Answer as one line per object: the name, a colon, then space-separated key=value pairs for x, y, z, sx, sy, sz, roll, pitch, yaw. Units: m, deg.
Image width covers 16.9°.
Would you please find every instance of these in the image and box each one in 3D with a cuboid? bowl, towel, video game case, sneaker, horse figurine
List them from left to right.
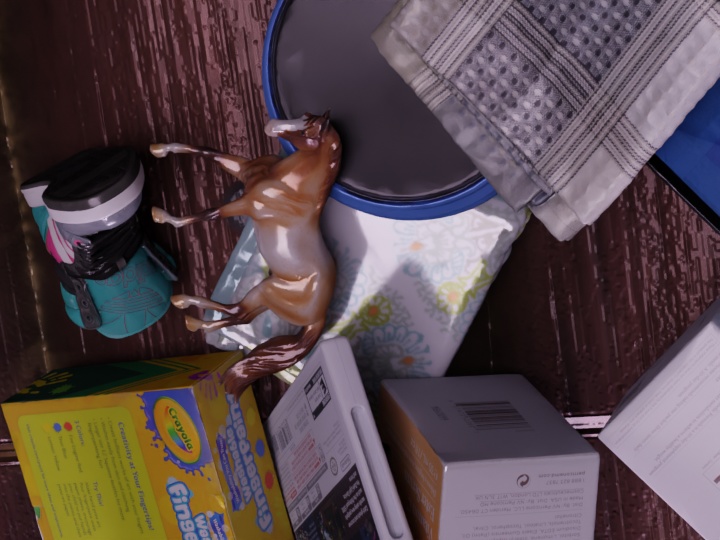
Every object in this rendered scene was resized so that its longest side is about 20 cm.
sneaker: x=-0.168 y=-0.013 z=1.631 sx=0.083 sy=0.200 sz=0.121 roll=-30 pitch=102 yaw=-12
horse figurine: x=-0.064 y=-0.013 z=1.585 sx=0.132 sy=0.050 sz=0.201 roll=-3 pitch=114 yaw=12
video game case: x=-0.011 y=0.158 z=1.598 sx=0.023 sy=0.200 sz=0.183 roll=-13 pitch=74 yaw=-18
towel: x=0.000 y=0.000 z=1.646 sx=0.171 sy=0.048 sz=0.201 roll=29 pitch=110 yaw=6
bowl: x=0.031 y=-0.133 z=1.577 sx=0.200 sy=0.039 sz=0.202 roll=0 pitch=90 yaw=10
towel: x=0.119 y=-0.142 z=1.483 sx=0.193 sy=0.035 sz=0.200 roll=47 pitch=120 yaw=12

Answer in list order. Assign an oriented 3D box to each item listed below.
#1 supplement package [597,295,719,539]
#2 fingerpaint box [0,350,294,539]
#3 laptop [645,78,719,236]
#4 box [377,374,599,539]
supplement package: x=0.268 y=0.125 z=1.554 sx=0.200 sy=0.114 sz=0.110 roll=44 pitch=110 yaw=4
fingerpaint box: x=-0.140 y=0.165 z=1.695 sx=0.166 sy=0.073 sz=0.201 roll=-7 pitch=106 yaw=31
laptop: x=0.308 y=-0.090 z=1.493 sx=0.177 sy=0.103 sz=0.200 roll=44 pitch=112 yaw=2
box: x=0.076 y=0.188 z=1.591 sx=0.106 sy=0.152 sz=0.201 roll=-2 pitch=107 yaw=-16
